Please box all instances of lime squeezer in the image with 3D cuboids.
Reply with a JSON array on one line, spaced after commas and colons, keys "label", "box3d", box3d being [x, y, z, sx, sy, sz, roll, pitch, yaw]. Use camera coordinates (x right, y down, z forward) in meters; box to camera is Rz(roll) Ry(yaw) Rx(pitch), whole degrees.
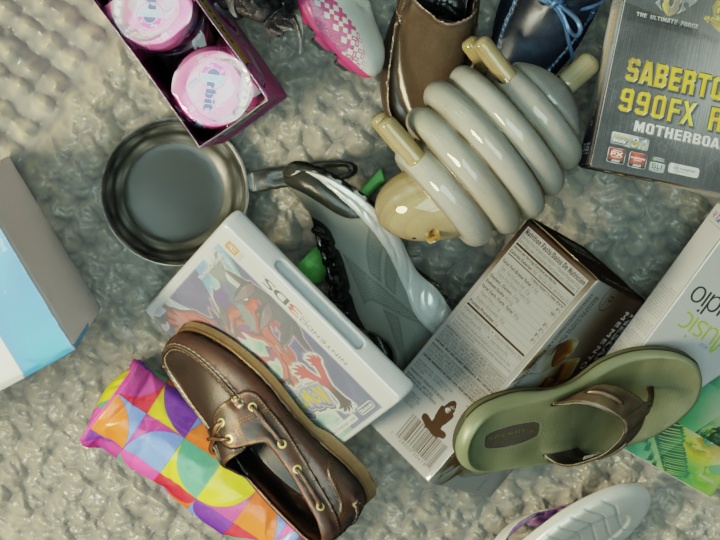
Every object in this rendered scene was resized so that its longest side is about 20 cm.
[{"label": "lime squeezer", "box3d": [-0.068, -0.016, 1.787, 0.200, 0.038, 0.071, -17, 100, 5]}]

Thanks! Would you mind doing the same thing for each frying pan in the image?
[{"label": "frying pan", "box3d": [-0.111, -0.079, 1.778, 0.190, 0.031, 0.115, -30, 91, -9]}]

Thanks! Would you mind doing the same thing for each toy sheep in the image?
[{"label": "toy sheep", "box3d": [0.094, -0.095, 1.683, 0.200, 0.138, 0.138, -39, 97, 2]}]

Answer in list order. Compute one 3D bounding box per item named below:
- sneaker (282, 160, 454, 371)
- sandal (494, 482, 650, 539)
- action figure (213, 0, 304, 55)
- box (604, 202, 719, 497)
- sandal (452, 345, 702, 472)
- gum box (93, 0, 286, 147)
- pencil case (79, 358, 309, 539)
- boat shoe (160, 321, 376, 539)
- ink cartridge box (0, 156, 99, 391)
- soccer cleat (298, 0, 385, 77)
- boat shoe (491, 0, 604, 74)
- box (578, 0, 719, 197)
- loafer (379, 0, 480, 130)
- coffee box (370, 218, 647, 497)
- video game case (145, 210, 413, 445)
[{"label": "sneaker", "box3d": [0.000, 0.000, 1.746, 0.079, 0.074, 0.200, -39, 111, -8]}, {"label": "sandal", "box3d": [0.135, 0.218, 1.816, 0.203, 0.082, 0.050, -36, 55, 9]}, {"label": "action figure", "box3d": [-0.088, -0.241, 1.637, 0.102, 0.119, 0.200, -44, 129, 9]}, {"label": "box", "box3d": [0.272, 0.064, 1.766, 0.144, 0.036, 0.200, 29, 103, -29]}, {"label": "sandal", "box3d": [0.166, 0.115, 1.697, 0.201, 0.057, 0.080, -16, 119, -19]}, {"label": "gum box", "box3d": [-0.143, -0.191, 1.707, 0.066, 0.114, 0.200, -36, 91, 7]}, {"label": "pencil case", "box3d": [-0.121, 0.155, 1.798, 0.200, 0.088, 0.088, 37, 99, -5]}, {"label": "boat shoe", "box3d": [-0.079, 0.124, 1.737, 0.200, 0.070, 0.070, 41, 56, 6]}, {"label": "ink cartridge box", "box3d": [-0.328, 0.032, 1.747, 0.200, 0.147, 0.146, -29, 99, 6]}, {"label": "soccer cleat", "box3d": [-0.028, -0.241, 1.724, 0.086, 0.070, 0.200, -34, 97, 16]}, {"label": "boat shoe", "box3d": [0.151, -0.226, 1.725, 0.084, 0.069, 0.200, 22, 101, -3]}, {"label": "box", "box3d": [0.275, -0.133, 1.695, 0.200, 0.048, 0.158, 12, 91, -7]}, {"label": "loafer", "box3d": [0.053, -0.184, 1.734, 0.073, 0.071, 0.200, 5, 101, 1]}, {"label": "coffee box", "box3d": [0.114, 0.069, 1.750, 0.080, 0.114, 0.200, 44, 100, 27]}, {"label": "video game case", "box3d": [-0.066, 0.057, 1.727, 0.182, 0.200, 0.023, 45, 61, -1]}]
